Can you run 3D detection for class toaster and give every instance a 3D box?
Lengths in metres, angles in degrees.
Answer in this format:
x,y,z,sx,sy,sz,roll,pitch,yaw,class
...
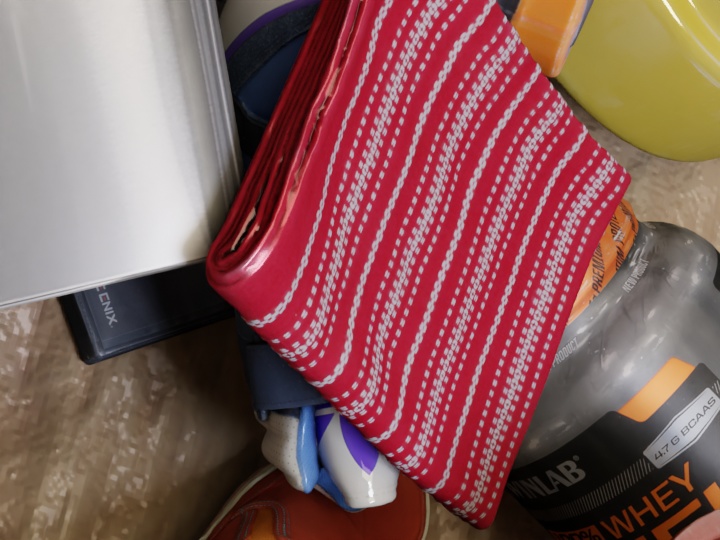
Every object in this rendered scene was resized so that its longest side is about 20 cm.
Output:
x,y,z,sx,sy,sz,roll,pitch,yaw,class
-0.130,-0.048,0.733,0.181,0.200,0.119,-14,95,-9,toaster

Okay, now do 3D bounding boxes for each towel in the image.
x,y,z,sx,sy,sz,roll,pitch,yaw,class
0.026,-0.016,0.751,0.200,0.022,0.145,47,61,-53,towel

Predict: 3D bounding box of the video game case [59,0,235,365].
x,y,z,sx,sy,sz,roll,pitch,yaw,class
-0.041,-0.060,0.912,0.200,0.019,0.143,-18,87,-30,video game case

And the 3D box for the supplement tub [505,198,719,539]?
x,y,z,sx,sy,sz,roll,pitch,yaw,class
0.125,0.067,0.911,0.200,0.123,0.123,45,61,-12,supplement tub

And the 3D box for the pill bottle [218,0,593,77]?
x,y,z,sx,sy,sz,roll,pitch,yaw,class
-0.008,-0.137,0.857,0.200,0.106,0.106,21,66,4,pill bottle

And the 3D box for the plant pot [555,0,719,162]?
x,y,z,sx,sy,sz,roll,pitch,yaw,class
0.175,-0.165,0.929,0.201,0.189,0.201,22,58,-40,plant pot

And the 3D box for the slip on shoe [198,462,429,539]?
x,y,z,sx,sy,sz,roll,pitch,yaw,class
-0.031,0.114,0.831,0.200,0.061,0.074,-27,99,-50,slip on shoe

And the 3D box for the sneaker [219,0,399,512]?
x,y,z,sx,sy,sz,roll,pitch,yaw,class
0.000,0.000,0.785,0.081,0.200,0.147,-9,64,-12,sneaker

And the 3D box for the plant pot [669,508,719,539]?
x,y,z,sx,sy,sz,roll,pitch,yaw,class
0.066,0.196,0.783,0.201,0.195,0.201,23,57,-43,plant pot
